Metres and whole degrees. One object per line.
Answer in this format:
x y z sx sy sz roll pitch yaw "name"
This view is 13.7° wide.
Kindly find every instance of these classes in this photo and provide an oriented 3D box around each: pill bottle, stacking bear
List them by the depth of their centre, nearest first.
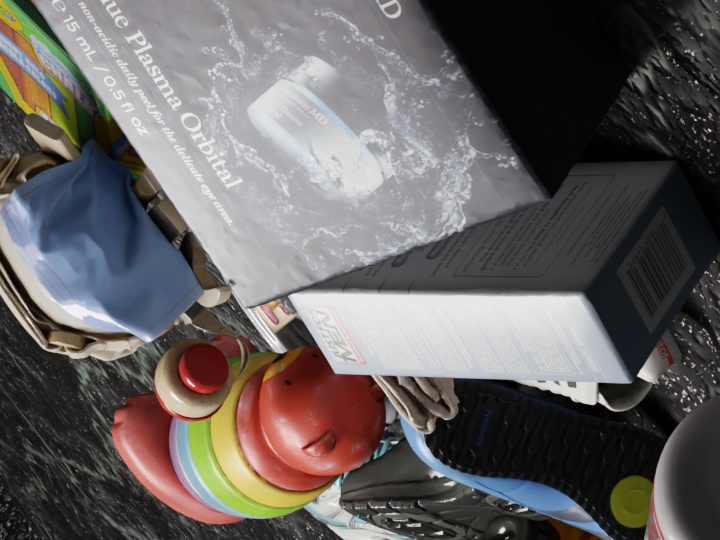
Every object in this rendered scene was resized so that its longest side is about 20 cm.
0.204 0.149 1.548 0.116 0.116 0.200 45 163 20 "pill bottle"
-0.053 0.097 1.889 0.114 0.121 0.200 57 152 -7 "stacking bear"

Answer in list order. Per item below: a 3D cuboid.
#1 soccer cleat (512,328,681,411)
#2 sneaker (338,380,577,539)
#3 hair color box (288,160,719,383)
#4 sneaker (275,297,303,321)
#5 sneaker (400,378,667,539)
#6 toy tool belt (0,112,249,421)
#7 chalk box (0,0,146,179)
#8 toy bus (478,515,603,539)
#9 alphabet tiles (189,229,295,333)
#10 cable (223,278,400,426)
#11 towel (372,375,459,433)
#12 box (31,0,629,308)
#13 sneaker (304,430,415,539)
0.119 0.044 1.639 0.085 0.068 0.200 54 160 4 "soccer cleat"
0.065 0.114 1.834 0.076 0.091 0.199 27 150 -37 "sneaker"
0.070 0.000 1.499 0.199 0.099 0.061 1 132 43 "hair color box"
-0.045 -0.043 1.767 0.200 0.082 0.073 46 -164 -16 "sneaker"
0.117 0.111 1.711 0.199 0.066 0.078 22 175 -10 "sneaker"
-0.141 -0.002 1.779 0.200 0.125 0.123 44 149 -1 "toy tool belt"
-0.148 -0.157 1.814 0.125 0.124 0.200 45 163 17 "chalk box"
0.075 0.230 1.941 0.136 0.200 0.192 45 173 -26 "toy bus"
-0.034 -0.042 1.820 0.167 0.008 0.200 50 138 0 "alphabet tiles"
-0.023 0.016 1.960 0.200 0.069 0.200 52 164 -4 "cable"
0.000 0.000 1.670 0.133 0.034 0.200 50 -165 -22 "towel"
-0.015 -0.113 1.409 0.199 0.118 0.197 -20 113 37 "box"
0.009 0.140 1.961 0.086 0.078 0.200 28 158 -20 "sneaker"
